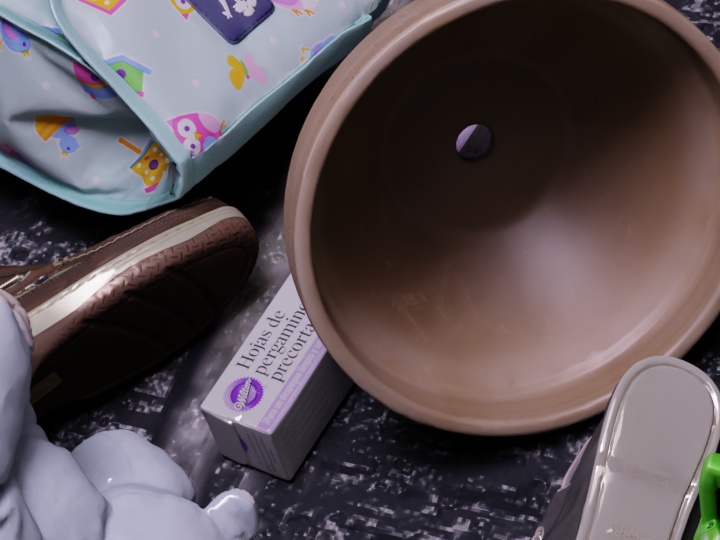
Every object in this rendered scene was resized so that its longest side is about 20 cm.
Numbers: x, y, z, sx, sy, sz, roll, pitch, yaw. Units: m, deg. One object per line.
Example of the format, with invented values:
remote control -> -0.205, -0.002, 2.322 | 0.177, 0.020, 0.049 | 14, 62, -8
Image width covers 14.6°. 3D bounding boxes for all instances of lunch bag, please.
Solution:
lunch bag -> -0.108, -0.121, 1.300 | 0.200, 0.122, 0.170 | 23, 47, 28

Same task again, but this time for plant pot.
plant pot -> 0.058, -0.039, 1.178 | 0.201, 0.201, 0.093 | -26, 28, -5

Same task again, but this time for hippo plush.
hippo plush -> -0.119, 0.090, 1.118 | 0.200, 0.161, 0.159 | 40, 113, 59

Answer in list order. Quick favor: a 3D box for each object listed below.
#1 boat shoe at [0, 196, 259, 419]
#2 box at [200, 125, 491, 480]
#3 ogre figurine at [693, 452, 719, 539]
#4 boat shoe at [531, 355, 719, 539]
boat shoe -> -0.144, 0.020, 1.243 | 0.202, 0.075, 0.075 | -33, 59, -10
box -> 0.000, 0.000, 1.244 | 0.039, 0.041, 0.200 | 19, 62, 28
ogre figurine -> 0.186, 0.110, 1.078 | 0.120, 0.098, 0.200 | 15, 70, 11
boat shoe -> 0.094, 0.128, 1.122 | 0.067, 0.057, 0.200 | 24, 66, 6
